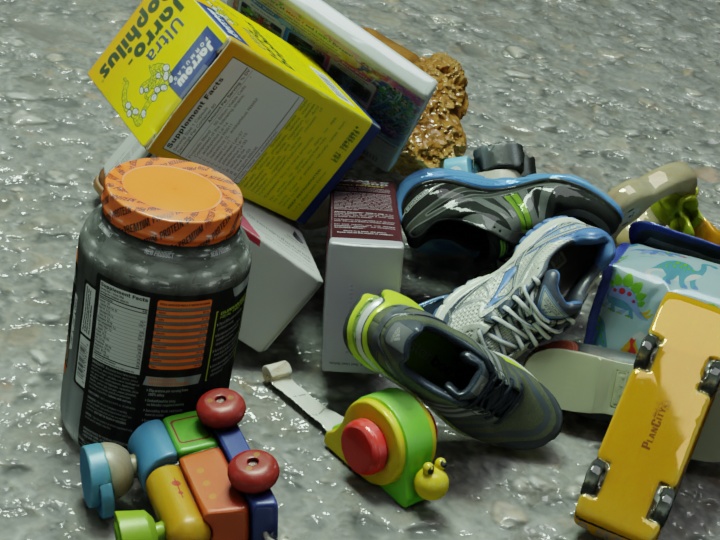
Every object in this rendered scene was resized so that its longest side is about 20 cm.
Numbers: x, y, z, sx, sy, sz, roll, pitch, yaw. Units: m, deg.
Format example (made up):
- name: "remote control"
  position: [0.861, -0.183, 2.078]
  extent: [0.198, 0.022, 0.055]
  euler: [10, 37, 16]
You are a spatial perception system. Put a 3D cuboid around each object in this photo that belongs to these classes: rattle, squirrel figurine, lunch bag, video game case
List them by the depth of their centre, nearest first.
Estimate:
- name: "lunch bag"
  position: [0.300, 0.038, 1.323]
  extent: [0.170, 0.128, 0.200]
  euler: [19, 17, 16]
- name: "video game case"
  position: [-0.035, -0.182, 1.329]
  extent: [0.200, 0.182, 0.024]
  euler: [35, 70, 2]
- name: "rattle"
  position: [0.278, -0.024, 1.439]
  extent: [0.200, 0.130, 0.143]
  euler: [-3, 70, -59]
- name: "squirrel figurine"
  position: [0.009, -0.149, 1.489]
  extent: [0.199, 0.142, 0.187]
  euler: [3, 30, 28]

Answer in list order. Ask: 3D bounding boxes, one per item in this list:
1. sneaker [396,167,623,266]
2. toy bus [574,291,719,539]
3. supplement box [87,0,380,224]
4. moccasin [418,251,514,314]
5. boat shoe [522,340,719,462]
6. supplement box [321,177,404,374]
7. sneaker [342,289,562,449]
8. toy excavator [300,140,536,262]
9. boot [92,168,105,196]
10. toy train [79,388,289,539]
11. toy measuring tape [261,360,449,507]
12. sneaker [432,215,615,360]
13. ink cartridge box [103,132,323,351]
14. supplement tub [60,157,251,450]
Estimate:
- name: "sneaker"
  position: [0.129, -0.041, 1.308]
  extent: [0.199, 0.071, 0.083]
  euler: [2, 64, -5]
- name: "toy bus"
  position: [0.225, 0.115, 1.129]
  extent: [0.065, 0.078, 0.200]
  euler: [21, 69, 15]
- name: "supplement box"
  position: [-0.099, -0.136, 1.204]
  extent: [0.200, 0.109, 0.110]
  euler: [25, 19, -51]
- name: "moccasin"
  position: [0.121, 0.022, 1.314]
  extent: [0.200, 0.081, 0.068]
  euler: [-13, 33, -40]
- name: "boat shoe"
  position: [0.230, 0.104, 1.223]
  extent: [0.199, 0.071, 0.063]
  euler: [14, 3, 10]
- name: "supplement box"
  position: [0.000, 0.000, 1.229]
  extent: [0.061, 0.109, 0.200]
  euler: [3, 18, -3]
- name: "sneaker"
  position: [0.079, 0.086, 1.124]
  extent: [0.200, 0.074, 0.081]
  euler: [29, 0, -27]
- name: "toy excavator"
  position: [0.060, -0.055, 1.397]
  extent: [0.199, 0.100, 0.194]
  euler: [-9, -10, 15]
- name: "boot"
  position: [-0.141, -0.116, 1.375]
  extent: [0.199, 0.155, 0.074]
  euler: [10, 29, -5]
- name: "toy train"
  position: [-0.107, 0.167, 0.966]
  extent: [0.115, 0.085, 0.200]
  euler: [-11, 35, -19]
- name: "toy measuring tape"
  position: [-0.002, 0.104, 1.125]
  extent: [0.073, 0.074, 0.200]
  euler: [-14, 39, -40]
- name: "sneaker"
  position: [0.132, 0.028, 1.216]
  extent: [0.200, 0.077, 0.085]
  euler: [-47, 20, -17]
- name: "ink cartridge box"
  position: [-0.127, -0.041, 1.248]
  extent: [0.145, 0.084, 0.200]
  euler: [35, 13, -27]
- name: "supplement tub"
  position: [-0.145, 0.030, 1.064]
  extent: [0.122, 0.201, 0.123]
  euler: [10, 28, -5]
